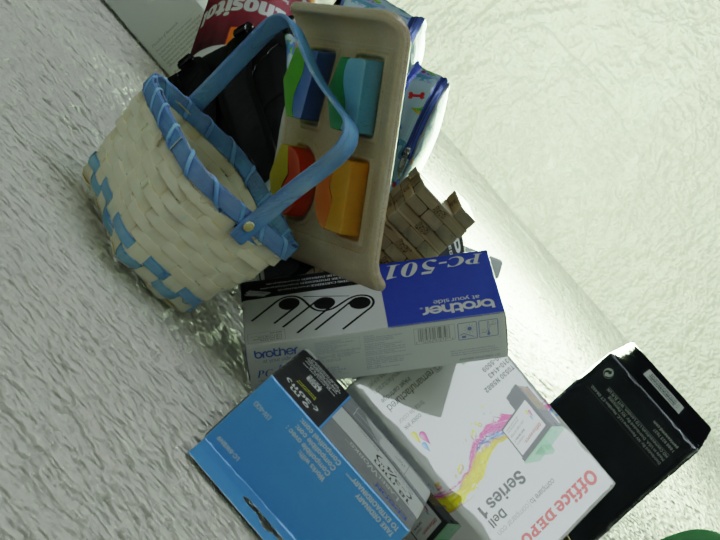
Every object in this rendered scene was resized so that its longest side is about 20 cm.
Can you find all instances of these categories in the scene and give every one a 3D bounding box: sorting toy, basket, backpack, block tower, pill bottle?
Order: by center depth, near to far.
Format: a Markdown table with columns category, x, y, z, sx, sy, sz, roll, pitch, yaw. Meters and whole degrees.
| category | x | y | z | sx | sy | sz | roll | pitch | yaw |
| --- | --- | --- | --- | --- | --- | --- | --- | --- | --- |
| basket | -0.102 | -0.085 | 1.401 | 0.139 | 0.200 | 0.177 | 36 | 19 | -38 |
| sorting toy | -0.024 | -0.097 | 1.411 | 0.036 | 0.202 | 0.185 | 0 | 9 | -27 |
| block tower | 0.001 | 0.003 | 1.514 | 0.058 | 0.200 | 0.054 | 44 | 11 | -17 |
| backpack | -0.093 | -0.103 | 1.647 | 0.154 | 0.162 | 0.201 | 56 | 14 | -30 |
| backpack | 0.007 | -0.157 | 1.812 | 0.146 | 0.202 | 0.183 | 20 | -3 | 2 |
| pill bottle | -0.113 | -0.207 | 1.863 | 0.113 | 0.112 | 0.201 | 42 | 43 | -31 |

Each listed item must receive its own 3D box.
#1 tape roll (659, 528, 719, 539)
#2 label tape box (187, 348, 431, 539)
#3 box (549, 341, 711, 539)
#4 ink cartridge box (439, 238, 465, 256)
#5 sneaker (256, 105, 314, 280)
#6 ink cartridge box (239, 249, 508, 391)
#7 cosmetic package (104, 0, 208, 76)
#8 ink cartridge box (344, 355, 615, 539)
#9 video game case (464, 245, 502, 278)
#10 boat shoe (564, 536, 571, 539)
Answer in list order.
| category | x | y | z | sx | sy | sz | roll | pitch | yaw |
| --- | --- | --- | --- | --- | --- | --- | --- | --- | --- |
| tape roll | 0.216 | 0.283 | 1.398 | 0.048 | 0.200 | 0.201 | 45 | 11 | -12 |
| label tape box | -0.028 | 0.139 | 1.292 | 0.144 | 0.063 | 0.200 | 48 | 10 | 2 |
| box | 0.209 | 0.178 | 1.740 | 0.123 | 0.198 | 0.200 | 47 | 10 | 9 |
| ink cartridge box | 0.068 | 0.048 | 1.653 | 0.200 | 0.043 | 0.200 | -24 | 105 | -61 |
| sneaker | -0.036 | -0.050 | 1.542 | 0.078 | 0.202 | 0.079 | -6 | 23 | -34 |
| ink cartridge box | 0.009 | 0.037 | 1.445 | 0.094 | 0.198 | 0.045 | -101 | -176 | -58 |
| cosmetic package | -0.191 | -0.264 | 2.006 | 0.200 | 0.081 | 0.113 | 48 | 10 | 0 |
| ink cartridge box | 0.083 | 0.146 | 1.482 | 0.200 | 0.084 | 0.145 | 50 | 50 | 5 |
| video game case | 0.010 | -0.038 | 1.820 | 0.199 | 0.023 | 0.181 | 18 | -2 | -39 |
| boat shoe | 0.138 | 0.193 | 1.616 | 0.073 | 0.062 | 0.202 | -33 | 99 | -60 |
